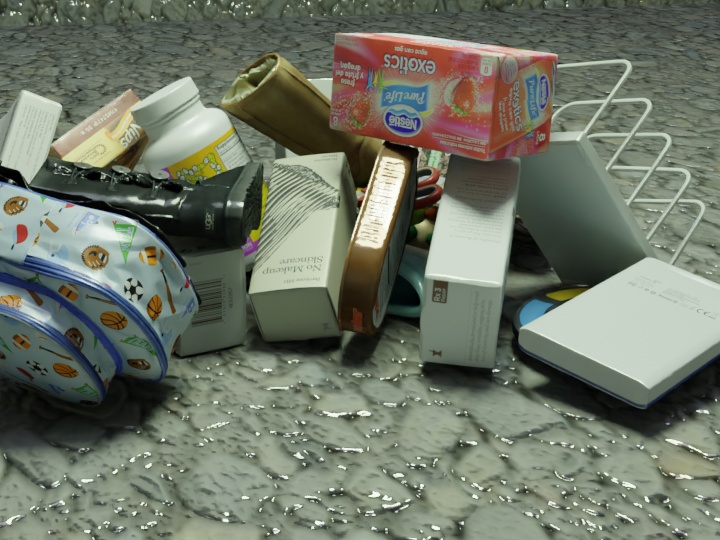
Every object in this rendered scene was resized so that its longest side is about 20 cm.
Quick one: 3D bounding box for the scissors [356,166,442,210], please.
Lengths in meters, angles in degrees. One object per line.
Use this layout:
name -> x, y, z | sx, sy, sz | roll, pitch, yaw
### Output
scissors -> -0.006, -0.074, 1.338 | 0.198, 0.014, 0.073 | -10, 36, 17

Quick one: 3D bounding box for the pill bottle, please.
pill bottle -> -0.162, -0.098, 1.332 | 0.104, 0.201, 0.104 | -26, 16, 8

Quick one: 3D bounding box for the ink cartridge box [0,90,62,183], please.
ink cartridge box -> -0.355, -0.059, 1.228 | 0.044, 0.202, 0.176 | 19, -13, -22

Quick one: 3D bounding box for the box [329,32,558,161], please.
box -> 0.076, -0.169, 1.195 | 0.199, 0.096, 0.102 | 16, 19, 39

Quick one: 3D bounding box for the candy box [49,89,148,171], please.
candy box -> -0.305, -0.116, 1.420 | 0.115, 0.055, 0.200 | -41, 2, -27

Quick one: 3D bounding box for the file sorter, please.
file sorter -> 0.241, -0.095, 1.275 | 0.138, 0.200, 0.125 | 6, 50, 51

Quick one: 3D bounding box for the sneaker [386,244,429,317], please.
sneaker -> 0.000, 0.000, 1.278 | 0.199, 0.075, 0.082 | 10, 19, 28

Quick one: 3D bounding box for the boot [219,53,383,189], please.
boot -> -0.072, -0.141, 1.378 | 0.199, 0.175, 0.067 | 30, 46, -34

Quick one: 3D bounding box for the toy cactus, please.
toy cactus -> 0.054, -0.033, 1.381 | 0.198, 0.103, 0.165 | 7, 2, 25

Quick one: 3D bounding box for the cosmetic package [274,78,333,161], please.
cosmetic package -> -0.063, -0.160, 1.565 | 0.080, 0.114, 0.200 | -3, -4, -6

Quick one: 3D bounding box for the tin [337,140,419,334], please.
tin -> 0.020, -0.032, 1.189 | 0.041, 0.112, 0.201 | 9, 56, 12

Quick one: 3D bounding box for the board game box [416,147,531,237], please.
board game box -> 0.147, -0.102, 1.447 | 0.198, 0.098, 0.159 | 10, -4, 24

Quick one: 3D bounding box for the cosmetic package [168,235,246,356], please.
cosmetic package -> -0.187, 0.000, 1.236 | 0.073, 0.103, 0.200 | -10, 23, -29

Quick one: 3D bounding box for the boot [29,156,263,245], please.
boot -> -0.197, -0.072, 1.187 | 0.198, 0.066, 0.165 | 4, 12, 3

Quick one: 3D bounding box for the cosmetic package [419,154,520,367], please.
cosmetic package -> 0.103, -0.015, 1.172 | 0.073, 0.102, 0.201 | 6, 41, 6

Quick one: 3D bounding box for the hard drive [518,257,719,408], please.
hard drive -> 0.252, 0.049, 1.113 | 0.131, 0.026, 0.199 | 26, 36, 37

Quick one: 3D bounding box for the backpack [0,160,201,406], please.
backpack -> -0.237, 0.020, 1.050 | 0.189, 0.200, 0.155 | 4, 61, 21

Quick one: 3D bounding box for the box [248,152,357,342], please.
box -> -0.053, -0.026, 1.238 | 0.081, 0.069, 0.201 | -6, 42, 10

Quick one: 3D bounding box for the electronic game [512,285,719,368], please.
electronic game -> 0.241, 0.055, 1.177 | 0.198, 0.042, 0.200 | 1, 19, 0
